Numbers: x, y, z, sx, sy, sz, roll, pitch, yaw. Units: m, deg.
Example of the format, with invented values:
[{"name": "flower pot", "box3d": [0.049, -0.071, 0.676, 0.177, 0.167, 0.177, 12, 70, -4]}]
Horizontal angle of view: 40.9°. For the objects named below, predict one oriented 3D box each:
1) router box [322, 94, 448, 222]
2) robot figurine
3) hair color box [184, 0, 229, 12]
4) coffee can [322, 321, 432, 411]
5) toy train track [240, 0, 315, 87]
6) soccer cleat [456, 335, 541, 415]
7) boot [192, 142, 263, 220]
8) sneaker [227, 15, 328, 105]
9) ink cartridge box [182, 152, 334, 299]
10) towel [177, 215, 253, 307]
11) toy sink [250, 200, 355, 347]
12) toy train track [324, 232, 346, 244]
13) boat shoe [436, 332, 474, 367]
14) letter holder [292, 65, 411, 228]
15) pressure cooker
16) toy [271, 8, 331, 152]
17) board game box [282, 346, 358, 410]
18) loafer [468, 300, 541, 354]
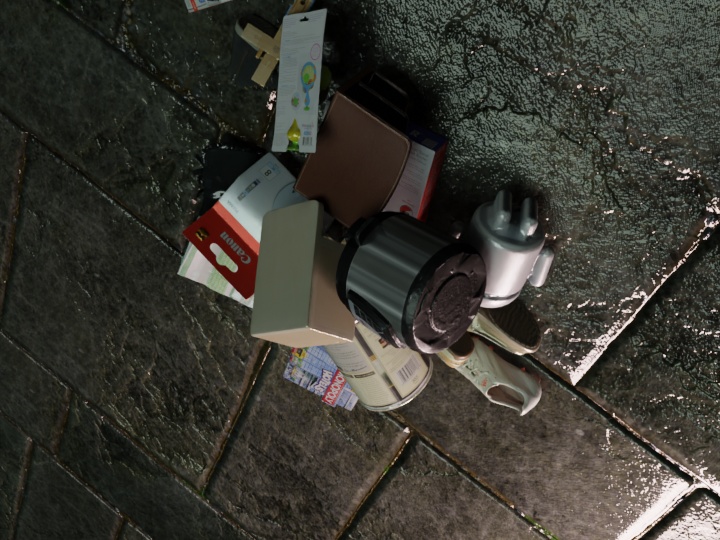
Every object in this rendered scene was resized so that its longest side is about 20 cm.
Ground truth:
[{"name": "router box", "box3d": [0.024, -0.166, 1.538, 0.199, 0.049, 0.180, 28, 132, 18]}, {"name": "robot figurine", "box3d": [0.207, -0.024, 1.460, 0.169, 0.113, 0.201, 19, 131, -1]}, {"name": "hair color box", "box3d": [-0.197, -0.475, 1.479, 0.199, 0.064, 0.111, -4, 115, 36]}, {"name": "coffee can", "box3d": [0.014, 0.115, 1.616, 0.146, 0.147, 0.200, -6, 129, 37]}, {"name": "toy train track", "box3d": [-0.102, -0.369, 1.454, 0.114, 0.033, 0.201, 32, 101, 3]}, {"name": "soccer cleat", "box3d": [0.207, 0.169, 1.613, 0.199, 0.078, 0.070, 29, 132, 17]}, {"name": "boot", "box3d": [-0.196, -0.132, 1.668, 0.197, 0.073, 0.163, 5, 84, 9]}, {"name": "sneaker", "box3d": [-0.131, -0.307, 1.541, 0.200, 0.075, 0.106, 47, 140, 19]}, {"name": "ink cartridge box", "box3d": [-0.167, -0.076, 1.591, 0.160, 0.200, 0.047, 46, 158, 5]}, {"name": "towel", "box3d": [-0.207, 0.000, 1.656, 0.199, 0.031, 0.149, 27, 134, -4]}, {"name": "toy sink", "box3d": [-0.080, 0.009, 1.498, 0.130, 0.112, 0.201, -11, 69, 41]}, {"name": "toy train track", "box3d": [0.000, 0.000, 1.647, 0.200, 0.033, 0.115, 36, 112, -4]}, {"name": "boat shoe", "box3d": [0.107, 0.078, 1.613, 0.200, 0.071, 0.076, 58, 152, 18]}, {"name": "letter holder", "box3d": [0.010, -0.173, 1.442, 0.142, 0.101, 0.200, 36, 133, 8]}, {"name": "pressure cooker", "box3d": [0.063, 0.010, 1.417, 0.200, 0.178, 0.177, 30, 117, 37]}, {"name": "toy", "box3d": [-0.077, -0.271, 1.409, 0.115, 0.047, 0.201, 11, 94, 52]}, {"name": "board game box", "box3d": [-0.035, 0.190, 1.785, 0.199, 0.062, 0.200, 27, 139, 2]}, {"name": "loafer", "box3d": [0.200, 0.071, 1.560, 0.200, 0.076, 0.068, 35, 144, 7]}]
